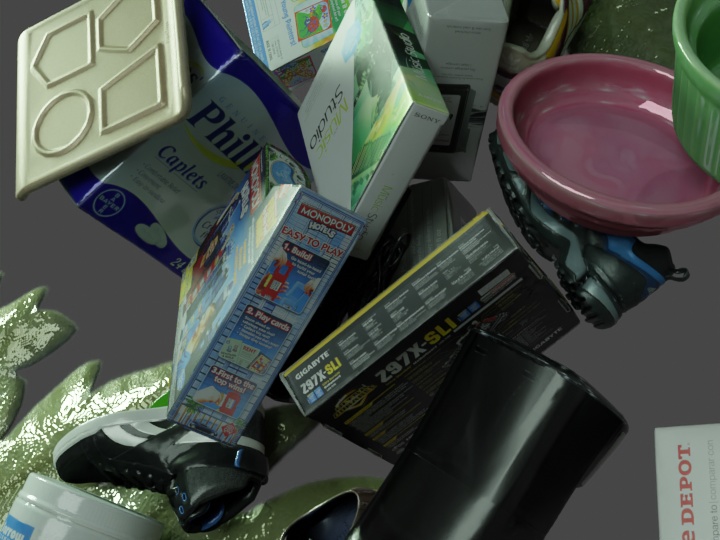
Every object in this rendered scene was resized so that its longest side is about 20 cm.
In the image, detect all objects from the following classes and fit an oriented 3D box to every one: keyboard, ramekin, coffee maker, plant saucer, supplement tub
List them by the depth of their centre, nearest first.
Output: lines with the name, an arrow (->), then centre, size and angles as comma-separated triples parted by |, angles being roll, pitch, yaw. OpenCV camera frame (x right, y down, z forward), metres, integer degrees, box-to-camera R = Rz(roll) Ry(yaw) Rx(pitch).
coffee maker -> 0.087, 0.151, 0.813 | 0.134, 0.192, 0.200 | 29, 85, 22
ramekin -> 0.323, -0.139, 0.840 | 0.199, 0.098, 0.200 | -2, 50, 3
plant saucer -> 0.203, -0.095, 0.904 | 0.200, 0.051, 0.201 | 5, 45, -4
keyboard -> -0.013, 0.022, 0.935 | 0.104, 0.040, 0.200 | 21, 82, 56
supplement tub -> -0.263, 0.287, 0.978 | 0.132, 0.132, 0.201 | 12, 74, 32

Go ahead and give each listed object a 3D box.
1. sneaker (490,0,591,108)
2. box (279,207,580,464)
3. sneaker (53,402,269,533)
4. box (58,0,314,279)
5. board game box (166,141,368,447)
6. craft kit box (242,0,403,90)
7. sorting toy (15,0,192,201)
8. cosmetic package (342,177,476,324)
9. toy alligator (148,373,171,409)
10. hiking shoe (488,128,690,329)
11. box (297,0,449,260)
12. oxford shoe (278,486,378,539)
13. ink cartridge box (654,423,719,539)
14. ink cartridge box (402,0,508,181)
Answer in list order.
sneaker -> 0.162, -0.237, 0.997 | 0.075, 0.090, 0.200 | 16, 66, 8
box -> 0.060, 0.059, 0.891 | 0.200, 0.160, 0.049 | -39, 54, 8
sneaker -> -0.177, 0.179, 0.998 | 0.199, 0.073, 0.112 | -16, 53, 10
box -> -0.154, -0.115, 1.073 | 0.200, 0.184, 0.105 | -43, 52, 5
board game box -> -0.073, -0.004, 0.898 | 0.200, 0.062, 0.200 | -53, 23, 27
craft kit box -> -0.028, -0.304, 1.180 | 0.197, 0.049, 0.200 | -25, 58, 19
sorting toy -> -0.225, -0.169, 1.009 | 0.200, 0.036, 0.186 | -24, 56, 23
cosmetic package -> 0.000, 0.000, 0.997 | 0.199, 0.090, 0.107 | -13, 66, 20
toy alligator -> -0.123, 0.066, 1.055 | 0.054, 0.059, 0.200 | 33, 84, -5
hiking shoe -> 0.177, -0.047, 0.941 | 0.087, 0.074, 0.200 | -30, 64, 0
box -> 0.004, -0.126, 0.928 | 0.145, 0.036, 0.200 | -61, 29, 31
oxford shoe -> -0.060, 0.240, 0.925 | 0.200, 0.073, 0.071 | -44, 55, 5
ink cartridge box -> 0.300, 0.174, 0.753 | 0.199, 0.083, 0.147 | -8, 65, 25
ink cartridge box -> 0.066, -0.158, 0.990 | 0.068, 0.200, 0.116 | 3, 43, -8
